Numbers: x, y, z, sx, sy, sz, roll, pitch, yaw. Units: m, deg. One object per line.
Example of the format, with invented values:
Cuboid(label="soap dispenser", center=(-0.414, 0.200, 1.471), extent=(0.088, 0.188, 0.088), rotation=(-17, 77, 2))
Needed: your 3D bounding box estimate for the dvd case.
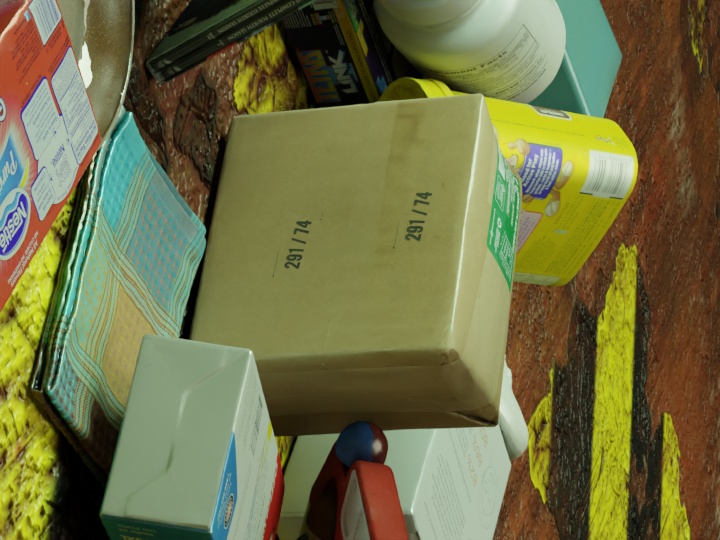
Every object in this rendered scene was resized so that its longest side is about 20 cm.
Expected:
Cuboid(label="dvd case", center=(-0.032, -0.194, 1.496), extent=(0.022, 0.200, 0.146), rotation=(55, 31, -18))

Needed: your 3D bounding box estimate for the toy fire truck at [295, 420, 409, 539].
Cuboid(label="toy fire truck", center=(-0.006, 0.189, 1.513), extent=(0.200, 0.112, 0.168), rotation=(-100, -156, -60))

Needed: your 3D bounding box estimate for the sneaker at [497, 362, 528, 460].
Cuboid(label="sneaker", center=(0.086, 0.047, 1.856), extent=(0.088, 0.075, 0.200), rotation=(-34, 96, -30))

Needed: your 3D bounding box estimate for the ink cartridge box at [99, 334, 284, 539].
Cuboid(label="ink cartridge box", center=(-0.093, 0.135, 1.414), extent=(0.200, 0.067, 0.116), rotation=(81, 18, -61))

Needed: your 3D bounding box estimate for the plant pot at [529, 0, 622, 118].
Cuboid(label="plant pot", center=(0.116, -0.220, 2.031), extent=(0.141, 0.141, 0.200), rotation=(-67, 141, -52))

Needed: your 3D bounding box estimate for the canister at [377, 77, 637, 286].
Cuboid(label="canister", center=(0.091, -0.060, 1.788), extent=(0.200, 0.149, 0.087), rotation=(7, 38, -37))

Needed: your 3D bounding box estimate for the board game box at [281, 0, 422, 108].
Cuboid(label="board game box", center=(-0.005, -0.204, 1.786), extent=(0.200, 0.057, 0.166), rotation=(68, 25, -45))

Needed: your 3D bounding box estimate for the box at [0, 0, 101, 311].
Cuboid(label="box", center=(-0.204, -0.045, 1.111), extent=(0.200, 0.095, 0.100), rotation=(-68, 149, -50))

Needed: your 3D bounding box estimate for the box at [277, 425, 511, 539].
Cuboid(label="box", center=(0.026, 0.158, 1.744), extent=(0.200, 0.106, 0.152), rotation=(-70, 150, -47))

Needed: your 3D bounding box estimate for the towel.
Cuboid(label="towel", center=(-0.138, 0.022, 1.414), extent=(0.147, 0.022, 0.200), rotation=(61, 32, -51))

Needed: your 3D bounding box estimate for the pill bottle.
Cuboid(label="pill bottle", center=(0.072, -0.195, 1.746), extent=(0.200, 0.114, 0.115), rotation=(39, 51, -66))

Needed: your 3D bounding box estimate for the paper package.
Cuboid(label="paper package", center=(0.000, 0.000, 1.561), extent=(0.104, 0.190, 0.200), rotation=(62, 30, -52))

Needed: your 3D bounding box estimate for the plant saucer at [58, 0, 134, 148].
Cuboid(label="plant saucer", center=(-0.176, -0.157, 1.309), extent=(0.200, 0.032, 0.201), rotation=(-3, 90, -71))
